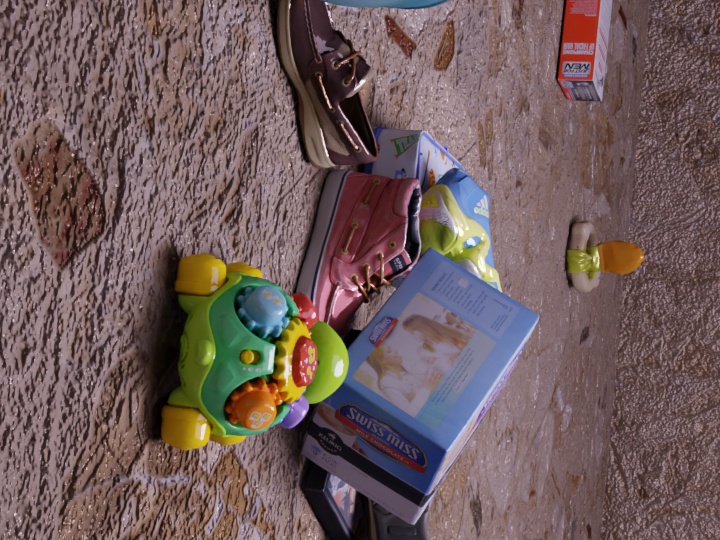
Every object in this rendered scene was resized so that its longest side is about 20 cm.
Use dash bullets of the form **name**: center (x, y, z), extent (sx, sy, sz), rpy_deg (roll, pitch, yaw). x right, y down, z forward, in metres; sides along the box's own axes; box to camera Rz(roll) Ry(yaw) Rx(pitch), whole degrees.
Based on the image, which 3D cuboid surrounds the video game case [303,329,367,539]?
- **video game case**: center (0.000, 0.191, 1.499), extent (0.201, 0.025, 0.182), rpy_deg (69, 31, -52)

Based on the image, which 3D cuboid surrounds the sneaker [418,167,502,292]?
- **sneaker**: center (0.115, -0.019, 1.487), extent (0.106, 0.075, 0.201), rpy_deg (-62, 145, -37)

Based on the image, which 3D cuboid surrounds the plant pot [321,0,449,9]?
- **plant pot**: center (-0.010, -0.295, 1.136), extent (0.187, 0.198, 0.202), rpy_deg (-24, 118, -53)

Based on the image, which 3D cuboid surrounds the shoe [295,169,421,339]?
- **shoe**: center (0.000, 0.000, 1.358), extent (0.072, 0.090, 0.202), rpy_deg (56, 42, -61)

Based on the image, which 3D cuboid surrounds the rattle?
- **rattle**: center (0.445, -0.018, 2.592), extent (0.200, 0.142, 0.131), rpy_deg (43, 35, -59)

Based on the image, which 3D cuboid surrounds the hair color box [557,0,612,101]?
- **hair color box**: center (0.371, -0.392, 2.399), extent (0.111, 0.063, 0.202), rpy_deg (36, 59, -69)

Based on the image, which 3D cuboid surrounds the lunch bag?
- **lunch bag**: center (0.058, -0.065, 1.543), extent (0.200, 0.075, 0.162), rpy_deg (32, 62, -68)

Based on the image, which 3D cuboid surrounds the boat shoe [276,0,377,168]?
- **boat shoe**: center (-0.022, -0.177, 1.284), extent (0.072, 0.071, 0.202), rpy_deg (-63, 150, -48)

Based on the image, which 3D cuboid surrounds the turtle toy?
- **turtle toy**: center (-0.076, 0.067, 1.134), extent (0.200, 0.100, 0.147), rpy_deg (13, 82, -71)

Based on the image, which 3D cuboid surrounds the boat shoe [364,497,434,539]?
- **boat shoe**: center (0.034, 0.253, 1.484), extent (0.074, 0.075, 0.202), rpy_deg (115, -18, -59)

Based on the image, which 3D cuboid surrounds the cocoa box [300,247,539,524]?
- **cocoa box**: center (0.057, 0.105, 1.372), extent (0.200, 0.133, 0.132), rpy_deg (-50, 167, -40)
